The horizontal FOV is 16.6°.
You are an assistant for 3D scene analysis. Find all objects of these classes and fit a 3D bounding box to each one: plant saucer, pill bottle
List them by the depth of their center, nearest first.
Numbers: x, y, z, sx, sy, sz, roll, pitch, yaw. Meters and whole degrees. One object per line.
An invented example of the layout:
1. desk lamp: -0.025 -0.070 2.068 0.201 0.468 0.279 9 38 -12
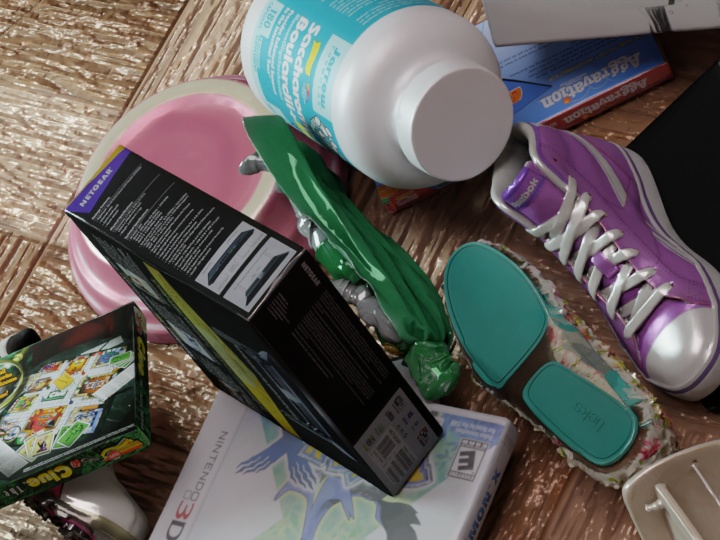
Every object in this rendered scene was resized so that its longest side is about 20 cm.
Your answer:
1. pill bottle: 0.014 -0.117 1.498 0.111 0.111 0.200 -45 34 -7
2. plant saucer: -0.108 -0.050 1.608 0.199 0.051 0.202 -13 55 19

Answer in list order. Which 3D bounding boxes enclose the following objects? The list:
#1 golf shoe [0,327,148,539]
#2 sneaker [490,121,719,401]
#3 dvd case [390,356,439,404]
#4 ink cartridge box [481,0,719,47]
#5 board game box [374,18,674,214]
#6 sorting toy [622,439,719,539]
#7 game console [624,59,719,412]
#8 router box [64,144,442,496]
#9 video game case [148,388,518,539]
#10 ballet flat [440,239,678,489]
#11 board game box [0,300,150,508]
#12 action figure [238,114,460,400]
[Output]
1. golf shoe: -0.188 0.103 1.531 0.092 0.073 0.200 -47 51 -8
2. sneaker: 0.133 -0.009 1.408 0.073 0.114 0.201 -52 41 23
3. dvd case: -0.017 0.149 1.449 0.142 0.018 0.201 -15 54 17
4. ink cartridge box: 0.180 -0.213 1.510 0.199 0.085 0.146 -3 34 21
5. board game box: 0.093 -0.119 1.572 0.199 0.019 0.103 -25 49 10
6. sorting toy: 0.264 0.159 1.254 0.179 0.107 0.200 -30 49 -3
7. game console: 0.262 -0.035 1.431 0.175 0.117 0.201 -6 51 -14
8. router box: -0.057 0.030 1.380 0.157 0.200 0.052 29 74 38
9. video game case: -0.028 0.150 1.427 0.199 0.022 0.183 10 64 32
10. ballet flat: 0.114 0.060 1.413 0.076 0.064 0.200 -47 48 12
11. board game box: -0.217 0.097 1.489 0.199 0.023 0.105 -22 47 17
12. action figure: 0.000 0.000 1.476 0.055 0.118 0.200 -46 57 15
